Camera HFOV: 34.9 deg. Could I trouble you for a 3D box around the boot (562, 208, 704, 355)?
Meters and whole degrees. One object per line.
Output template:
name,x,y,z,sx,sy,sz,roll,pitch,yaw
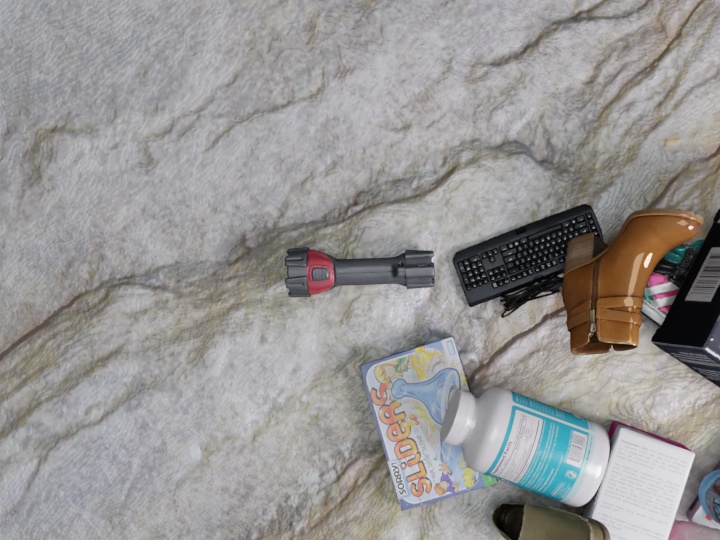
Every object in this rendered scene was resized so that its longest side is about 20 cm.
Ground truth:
boot,0.330,0.015,1.399,0.199,0.076,0.157,-16,57,38

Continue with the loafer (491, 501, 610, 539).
loafer,0.231,0.331,1.424,0.067,0.200,0.077,18,78,-26

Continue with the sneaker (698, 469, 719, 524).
sneaker,0.502,0.327,1.396,0.199,0.096,0.080,33,94,0

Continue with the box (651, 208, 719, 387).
box,0.497,0.055,1.391,0.199,0.117,0.198,32,82,-15

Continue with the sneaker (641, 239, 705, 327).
sneaker,0.419,0.020,1.468,0.200,0.084,0.121,38,103,8

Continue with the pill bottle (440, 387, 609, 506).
pill bottle,0.205,0.216,1.449,0.198,0.111,0.112,21,91,-4

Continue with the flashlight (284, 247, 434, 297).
flashlight,0.000,0.000,1.534,0.198,0.068,0.068,-2,54,3

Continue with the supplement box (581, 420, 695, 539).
supplement box,0.340,0.304,1.457,0.102,0.101,0.202,17,91,8

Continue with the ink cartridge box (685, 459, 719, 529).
ink cartridge box,0.541,0.304,1.456,0.199,0.050,0.163,33,93,10

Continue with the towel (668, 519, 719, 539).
towel,0.448,0.408,1.400,0.032,0.200,0.193,-10,89,-23

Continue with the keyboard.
keyboard,0.228,-0.009,1.513,0.199,0.040,0.105,-22,85,7

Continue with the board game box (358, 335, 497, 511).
board game box,0.090,0.203,1.527,0.134,0.034,0.202,-18,86,7
